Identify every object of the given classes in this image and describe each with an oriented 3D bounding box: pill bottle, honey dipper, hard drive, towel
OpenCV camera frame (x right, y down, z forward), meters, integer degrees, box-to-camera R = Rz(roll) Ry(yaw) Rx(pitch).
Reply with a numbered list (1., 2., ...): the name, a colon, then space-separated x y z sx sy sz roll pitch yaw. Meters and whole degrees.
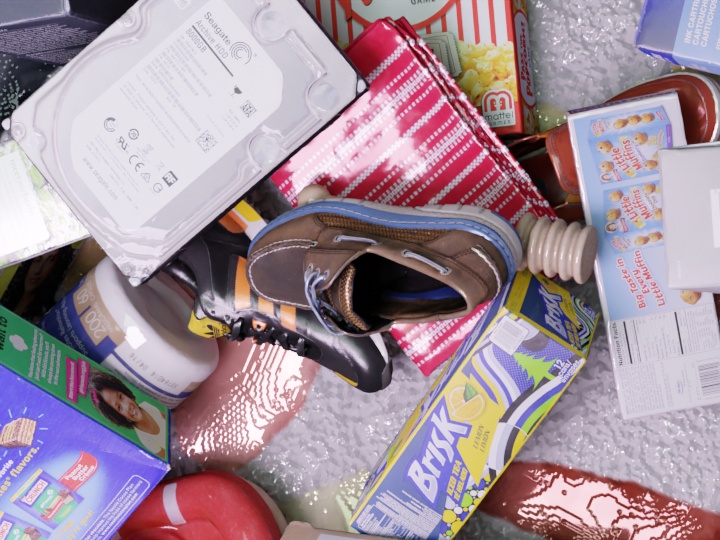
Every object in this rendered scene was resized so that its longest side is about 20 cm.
1. pill bottle: -0.204 0.089 1.376 0.200 0.111 0.111 -42 76 15
2. honey dipper: 0.051 -0.030 1.237 0.199 0.038 0.038 13 94 21
3. hard drive: -0.111 -0.105 1.245 0.200 0.038 0.140 -39 90 7
4. towel: 0.032 -0.048 1.270 0.144 0.022 0.200 -39 88 25

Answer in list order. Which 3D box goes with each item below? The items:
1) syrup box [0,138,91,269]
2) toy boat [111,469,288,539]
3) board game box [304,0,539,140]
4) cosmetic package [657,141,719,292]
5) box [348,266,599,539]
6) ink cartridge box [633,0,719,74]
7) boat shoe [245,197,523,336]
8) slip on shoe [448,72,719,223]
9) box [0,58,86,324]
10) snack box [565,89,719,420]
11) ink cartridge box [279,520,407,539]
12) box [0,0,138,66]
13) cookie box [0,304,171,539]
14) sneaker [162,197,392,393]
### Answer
1. syrup box: -0.186 -0.065 1.316 0.199 0.081 0.079 -20 96 7
2. toy boat: -0.145 0.214 1.342 0.199 0.131 0.132 -17 84 20
3. board game box: 0.036 -0.182 1.320 0.150 0.046 0.202 -7 87 21
4. cosmetic package: 0.247 -0.029 1.158 0.106 0.200 0.091 -5 90 18
5. box: 0.072 0.096 1.257 0.064 0.070 0.200 33 119 -3
6. ink cartridge box: 0.257 -0.186 1.221 0.199 0.076 0.138 15 95 22
7. boat shoe: 0.000 0.000 1.218 0.199 0.072 0.073 -6 122 36
8. slip on shoe: 0.145 -0.070 1.270 0.199 0.061 0.075 -23 81 19
9. box: -0.223 -0.051 1.405 0.050 0.075 0.201 34 103 19
10. snack box: 0.183 -0.009 1.240 0.071 0.024 0.202 -11 101 6
11. ink cartridge box: 0.040 0.260 1.266 0.199 0.075 0.166 5 122 22
12. box: -0.203 -0.226 1.331 0.106 0.200 0.150 -7 87 20
13. cookie box: -0.252 0.118 1.279 0.199 0.075 0.171 34 109 -23
14. sneaker: -0.067 0.029 1.328 0.090 0.070 0.200 -39 67 -22
